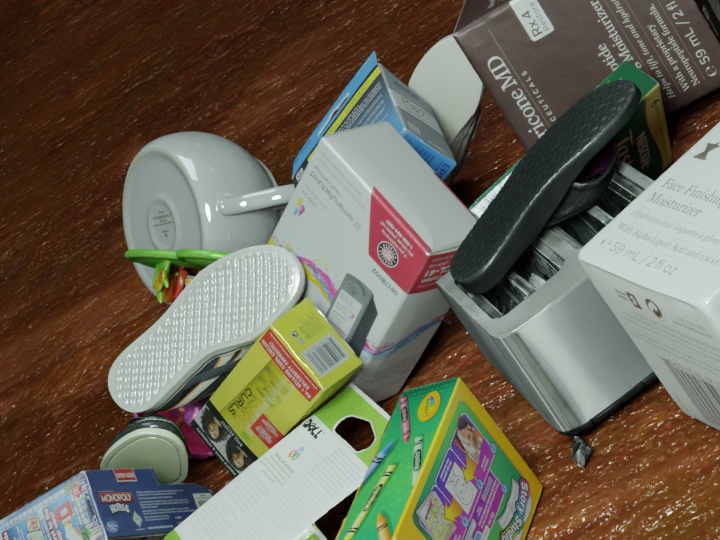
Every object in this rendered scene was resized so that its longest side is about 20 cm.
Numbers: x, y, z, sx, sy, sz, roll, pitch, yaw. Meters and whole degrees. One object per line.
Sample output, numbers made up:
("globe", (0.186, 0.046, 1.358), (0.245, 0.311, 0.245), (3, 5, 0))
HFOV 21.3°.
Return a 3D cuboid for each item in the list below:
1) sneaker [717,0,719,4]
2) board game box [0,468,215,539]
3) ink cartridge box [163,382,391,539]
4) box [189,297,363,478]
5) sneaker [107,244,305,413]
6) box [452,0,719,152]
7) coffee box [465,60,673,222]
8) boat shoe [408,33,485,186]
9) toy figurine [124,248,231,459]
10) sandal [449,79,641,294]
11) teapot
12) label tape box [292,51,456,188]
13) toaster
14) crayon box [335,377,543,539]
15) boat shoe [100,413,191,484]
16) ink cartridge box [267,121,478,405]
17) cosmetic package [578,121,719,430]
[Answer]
("sneaker", (0.407, -0.316, 1.775), (0.200, 0.074, 0.118), (-8, 44, 51))
("board game box", (-0.243, 0.230, 1.596), (0.200, 0.062, 0.200), (-26, -15, 21))
("ink cartridge box", (-0.040, 0.197, 1.504), (0.200, 0.076, 0.148), (-39, 25, -7))
("box", (-0.073, 0.104, 1.600), (0.050, 0.075, 0.200), (-35, -8, -37))
("sneaker", (-0.120, 0.047, 1.615), (0.200, 0.079, 0.079), (-36, -16, 17))
("box", (0.215, -0.218, 1.735), (0.200, 0.166, 0.164), (-29, 17, 19))
("coffee box", (0.178, -0.071, 1.613), (0.200, 0.123, 0.044), (-43, 58, -13))
("boat shoe", (0.085, -0.147, 1.833), (0.072, 0.200, 0.069), (20, 38, 15))
("toy figurine", (-0.146, 0.080, 1.735), (0.200, 0.150, 0.184), (168, 109, -74))
("sandal", (0.147, -0.060, 1.457), (0.201, 0.048, 0.075), (-50, 26, 4))
("teapot", (-0.143, -0.057, 1.989), (0.146, 0.198, 0.200), (-10, 43, -35))
("label tape box", (0.007, -0.099, 1.760), (0.143, 0.066, 0.200), (-52, 21, 17))
("toaster", (0.174, 0.020, 1.469), (0.181, 0.119, 0.200), (-39, 25, -1))
("crayon box", (0.052, 0.187, 1.344), (0.058, 0.119, 0.200), (-18, 31, 36))
("boat shoe", (-0.182, 0.158, 1.656), (0.199, 0.074, 0.066), (101, 177, -61))
("ink cartridge box", (0.000, 0.000, 1.592), (0.086, 0.148, 0.200), (-17, -34, -45))
("cosmetic package", (0.293, -0.001, 1.289), (0.200, 0.165, 0.165), (-43, 25, -10))
